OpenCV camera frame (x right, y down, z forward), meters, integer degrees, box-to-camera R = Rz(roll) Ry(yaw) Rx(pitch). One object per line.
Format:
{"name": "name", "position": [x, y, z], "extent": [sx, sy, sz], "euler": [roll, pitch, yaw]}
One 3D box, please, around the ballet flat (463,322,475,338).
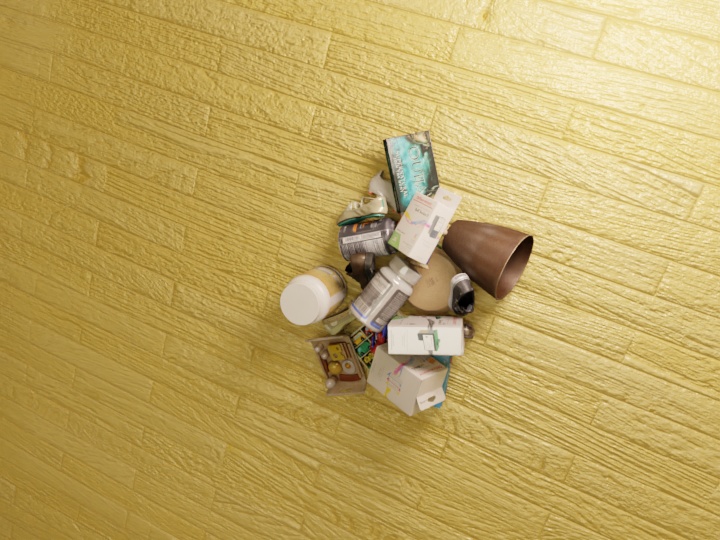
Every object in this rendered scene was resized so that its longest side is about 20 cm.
{"name": "ballet flat", "position": [0.231, 0.160, 1.666], "extent": [0.198, 0.067, 0.047], "euler": [8, 84, 16]}

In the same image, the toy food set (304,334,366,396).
{"name": "toy food set", "position": [-0.078, 0.294, 1.787], "extent": [0.143, 0.060, 0.201], "euler": [-11, 109, 29]}

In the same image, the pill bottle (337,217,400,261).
{"name": "pill bottle", "position": [0.044, -0.091, 1.650], "extent": [0.198, 0.106, 0.107], "euler": [-9, 99, 21]}

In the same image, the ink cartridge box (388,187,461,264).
{"name": "ink cartridge box", "position": [0.168, -0.131, 1.521], "extent": [0.067, 0.117, 0.201], "euler": [25, 97, -33]}

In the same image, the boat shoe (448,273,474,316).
{"name": "boat shoe", "position": [0.282, 0.083, 1.562], "extent": [0.069, 0.201, 0.067], "euler": [-20, 58, -6]}

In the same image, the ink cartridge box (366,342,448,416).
{"name": "ink cartridge box", "position": [0.141, 0.302, 1.630], "extent": [0.199, 0.128, 0.126], "euler": [32, 119, 36]}

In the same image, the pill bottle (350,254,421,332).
{"name": "pill bottle", "position": [0.073, 0.062, 1.605], "extent": [0.114, 0.114, 0.200], "euler": [41, 99, 7]}

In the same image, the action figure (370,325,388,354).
{"name": "action figure", "position": [0.064, 0.180, 1.705], "extent": [0.065, 0.052, 0.202], "euler": [8, 98, 23]}

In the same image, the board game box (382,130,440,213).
{"name": "board game box", "position": [0.144, -0.268, 1.571], "extent": [0.134, 0.028, 0.202], "euler": [-16, 100, -19]}

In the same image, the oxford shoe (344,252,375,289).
{"name": "oxford shoe", "position": [0.000, 0.000, 1.655], "extent": [0.084, 0.200, 0.073], "euler": [5, 62, 7]}

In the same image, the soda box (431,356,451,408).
{"name": "soda box", "position": [0.225, 0.294, 1.694], "extent": [0.067, 0.064, 0.202], "euler": [12, 106, 17]}

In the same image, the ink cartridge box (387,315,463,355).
{"name": "ink cartridge box", "position": [0.181, 0.175, 1.571], "extent": [0.198, 0.146, 0.085], "euler": [-1, 96, 10]}

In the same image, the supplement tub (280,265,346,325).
{"name": "supplement tub", "position": [-0.138, 0.073, 1.702], "extent": [0.143, 0.200, 0.146], "euler": [4, 103, 19]}

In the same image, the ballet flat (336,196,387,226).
{"name": "ballet flat", "position": [0.002, -0.172, 1.649], "extent": [0.199, 0.069, 0.070], "euler": [-9, 100, 46]}

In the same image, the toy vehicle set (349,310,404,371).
{"name": "toy vehicle set", "position": [0.060, 0.200, 1.753], "extent": [0.200, 0.026, 0.124], "euler": [-42, 86, 23]}

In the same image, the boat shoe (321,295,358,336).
{"name": "boat shoe", "position": [-0.037, 0.122, 1.748], "extent": [0.063, 0.073, 0.200], "euler": [49, 120, -1]}

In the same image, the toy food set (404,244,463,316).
{"name": "toy food set", "position": [0.206, 0.029, 1.650], "extent": [0.198, 0.049, 0.200], "euler": [-42, 86, 23]}

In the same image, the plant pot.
{"name": "plant pot", "position": [0.322, -0.051, 1.532], "extent": [0.199, 0.186, 0.188], "euler": [31, 111, 27]}

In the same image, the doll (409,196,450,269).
{"name": "doll", "position": [0.200, -0.103, 1.568], "extent": [0.048, 0.136, 0.201], "euler": [22, 88, -13]}

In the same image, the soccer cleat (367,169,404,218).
{"name": "soccer cleat", "position": [0.110, -0.202, 1.624], "extent": [0.200, 0.069, 0.078], "euler": [37, 104, 10]}
